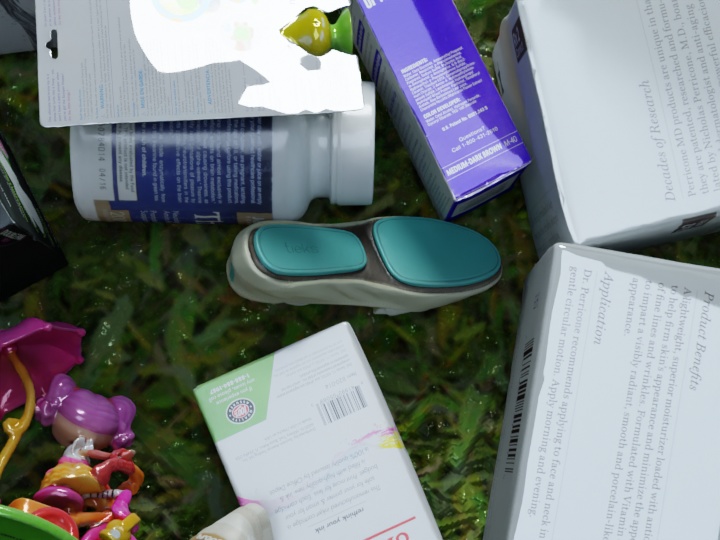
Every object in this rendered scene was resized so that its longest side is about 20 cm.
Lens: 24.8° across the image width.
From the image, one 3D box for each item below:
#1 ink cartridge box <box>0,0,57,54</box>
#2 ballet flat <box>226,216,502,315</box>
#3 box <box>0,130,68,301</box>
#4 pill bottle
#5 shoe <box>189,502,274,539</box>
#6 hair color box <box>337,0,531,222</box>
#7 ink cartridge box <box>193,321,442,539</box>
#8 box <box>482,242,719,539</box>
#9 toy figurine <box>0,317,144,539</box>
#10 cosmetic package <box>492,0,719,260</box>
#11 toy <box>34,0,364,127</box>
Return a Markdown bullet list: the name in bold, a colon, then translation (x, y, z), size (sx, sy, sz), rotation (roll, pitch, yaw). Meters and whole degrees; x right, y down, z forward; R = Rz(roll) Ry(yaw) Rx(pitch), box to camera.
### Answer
- **ink cartridge box**: translation (-0.240, -0.211, 1.084), size (0.197, 0.147, 0.084), rotation (-8, 72, -2)
- **ballet flat**: translation (0.000, 0.000, 1.109), size (0.198, 0.069, 0.070), rotation (4, 83, -26)
- **box**: translation (-0.290, -0.034, 1.043), size (0.147, 0.200, 0.125), rotation (-28, 84, -4)
- **pill bottle**: translation (-0.090, -0.087, 1.098), size (0.197, 0.111, 0.113), rotation (1, 84, -1)
- **shoe**: translation (-0.068, 0.238, 1.057), size (0.069, 0.053, 0.202), rotation (10, 125, 24)
- **hair color box**: translation (0.041, -0.140, 1.108), size (0.064, 0.109, 0.202), rotation (-27, 86, -4)
- **ink cartridge box**: translation (-0.020, 0.150, 1.095), size (0.116, 0.067, 0.202), rotation (-23, 84, -2)
- **box**: translation (0.159, 0.100, 1.039), size (0.129, 0.200, 0.202), rotation (10, 83, 2)
- **toy figurine**: translation (-0.199, 0.120, 1.056), size (0.198, 0.150, 0.186), rotation (20, 49, -16)
- **cosmetic package**: translation (0.204, -0.107, 1.080), size (0.197, 0.165, 0.167), rotation (-13, 85, -2)
- **toy**: translation (-0.102, -0.138, 1.032), size (0.197, 0.047, 0.116), rotation (-5, 66, -6)
